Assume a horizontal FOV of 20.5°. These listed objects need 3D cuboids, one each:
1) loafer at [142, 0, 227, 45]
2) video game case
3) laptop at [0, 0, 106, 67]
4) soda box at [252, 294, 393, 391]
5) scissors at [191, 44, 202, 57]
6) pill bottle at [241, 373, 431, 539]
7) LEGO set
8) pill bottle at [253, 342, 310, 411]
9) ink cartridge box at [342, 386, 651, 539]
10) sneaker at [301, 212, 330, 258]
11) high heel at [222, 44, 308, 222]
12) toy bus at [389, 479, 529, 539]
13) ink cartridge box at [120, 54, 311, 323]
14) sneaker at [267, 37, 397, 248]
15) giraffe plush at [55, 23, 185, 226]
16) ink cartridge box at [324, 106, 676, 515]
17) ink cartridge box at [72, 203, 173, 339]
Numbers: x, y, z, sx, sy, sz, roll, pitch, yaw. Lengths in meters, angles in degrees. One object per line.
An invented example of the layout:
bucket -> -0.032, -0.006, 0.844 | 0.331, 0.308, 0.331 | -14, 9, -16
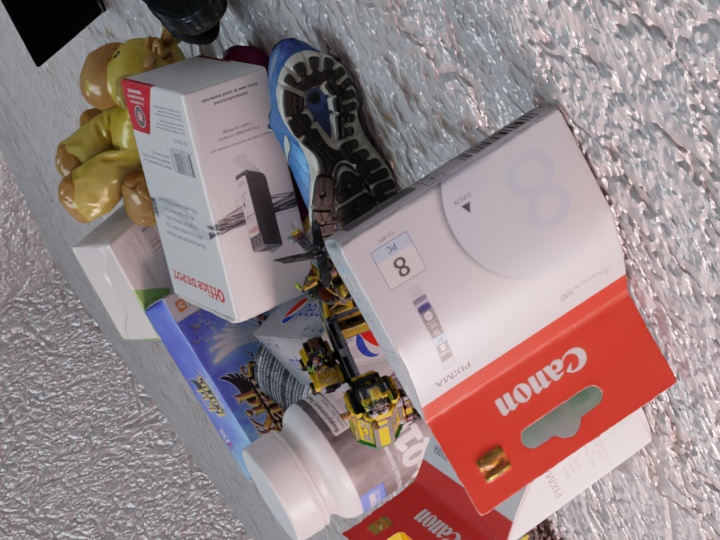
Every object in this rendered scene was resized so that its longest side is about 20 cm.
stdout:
loafer -> -0.145, -0.233, 1.750 | 0.073, 0.073, 0.200 | 54, 180, -23
video game case -> -0.094, 0.080, 2.012 | 0.201, 0.181, 0.045 | 58, 142, -1
laptop -> -0.384, -0.352, 2.256 | 0.188, 0.115, 0.200 | 64, 166, -22
soda box -> -0.023, 0.057, 1.680 | 0.068, 0.064, 0.200 | 46, 166, -12
scissors -> -0.153, -0.181, 1.893 | 0.073, 0.014, 0.202 | -169, 62, -71
pill bottle -> 0.002, 0.144, 1.742 | 0.114, 0.199, 0.114 | 53, 167, 18
LEGO set -> 0.049, 0.017, 1.343 | 0.116, 0.198, 0.155 | 79, 176, -54
pill bottle -> -0.004, 0.120, 1.896 | 0.199, 0.106, 0.107 | 35, 155, 38
ink cartridge box -> 0.086, 0.137, 1.407 | 0.050, 0.199, 0.161 | 63, 166, -20
sneaker -> 0.000, 0.000, 1.754 | 0.087, 0.076, 0.201 | 34, 160, 23
high heel -> -0.079, -0.103, 1.768 | 0.096, 0.067, 0.201 | -127, 12, -74
toy bus -> 0.083, 0.281, 1.784 | 0.201, 0.191, 0.136 | 55, 166, 6
ink cartridge box -> -0.122, -0.072, 1.704 | 0.144, 0.083, 0.202 | 20, 126, 60
sneaker -> -0.026, -0.102, 1.603 | 0.089, 0.078, 0.201 | -122, 14, -54
giraffe plush -> -0.215, -0.158, 1.958 | 0.163, 0.198, 0.174 | 79, -179, -45
ink cartridge box -> 0.094, 0.027, 1.210 | 0.201, 0.159, 0.047 | 60, 168, -10
ink cartridge box -> -0.188, -0.032, 2.048 | 0.067, 0.200, 0.118 | -4, 120, 46
